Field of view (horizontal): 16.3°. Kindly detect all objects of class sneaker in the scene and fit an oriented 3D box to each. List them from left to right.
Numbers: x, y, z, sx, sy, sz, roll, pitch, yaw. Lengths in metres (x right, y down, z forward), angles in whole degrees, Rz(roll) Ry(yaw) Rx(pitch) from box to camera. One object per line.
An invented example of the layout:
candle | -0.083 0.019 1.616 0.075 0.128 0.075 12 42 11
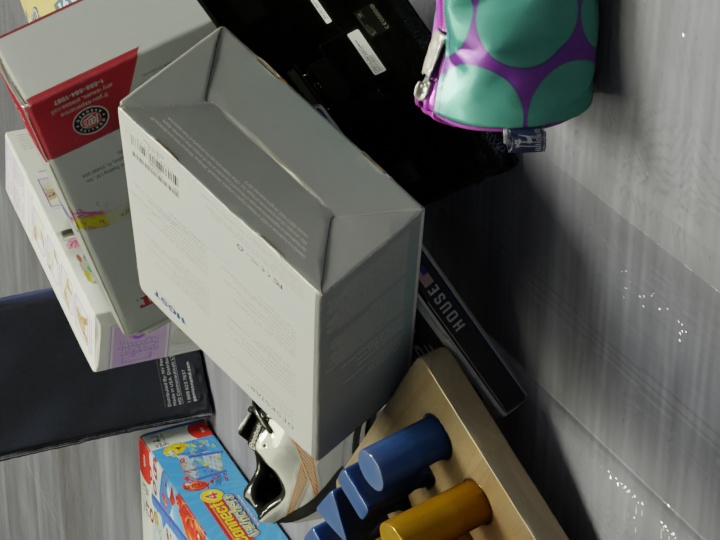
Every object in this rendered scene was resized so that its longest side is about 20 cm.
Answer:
sneaker | -0.035 0.081 1.608 0.074 0.080 0.200 -133 38 -56

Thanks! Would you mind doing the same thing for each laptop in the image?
laptop | -0.006 -0.124 1.411 0.200 0.103 0.177 -23 109 46

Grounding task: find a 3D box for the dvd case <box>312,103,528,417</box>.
dvd case | 0.000 0.000 1.421 0.200 0.025 0.150 55 159 -11

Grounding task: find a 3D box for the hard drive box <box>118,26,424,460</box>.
hard drive box | -0.048 -0.010 1.358 0.156 0.077 0.200 43 158 19

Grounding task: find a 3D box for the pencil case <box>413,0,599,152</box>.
pencil case | 0.066 -0.162 1.191 0.085 0.092 0.200 -142 45 -60

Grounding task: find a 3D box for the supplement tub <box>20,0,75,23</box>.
supplement tub | -0.163 -0.212 1.680 0.145 0.144 0.200 112 140 -56

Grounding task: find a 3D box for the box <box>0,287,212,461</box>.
box | -0.247 0.076 1.982 0.200 0.198 0.123 172 86 -69

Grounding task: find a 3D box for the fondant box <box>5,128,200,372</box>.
fondant box | -0.149 -0.028 1.746 0.200 0.144 0.058 -122 29 -42

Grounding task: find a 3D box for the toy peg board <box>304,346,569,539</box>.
toy peg board | 0.033 0.180 1.401 0.199 0.098 0.200 58 154 15

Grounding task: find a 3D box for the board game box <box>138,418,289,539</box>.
board game box | -0.107 0.250 1.916 0.196 0.056 0.200 -132 36 -53

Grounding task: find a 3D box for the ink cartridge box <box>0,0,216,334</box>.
ink cartridge box | -0.126 -0.078 1.582 0.083 0.146 0.200 55 168 47
